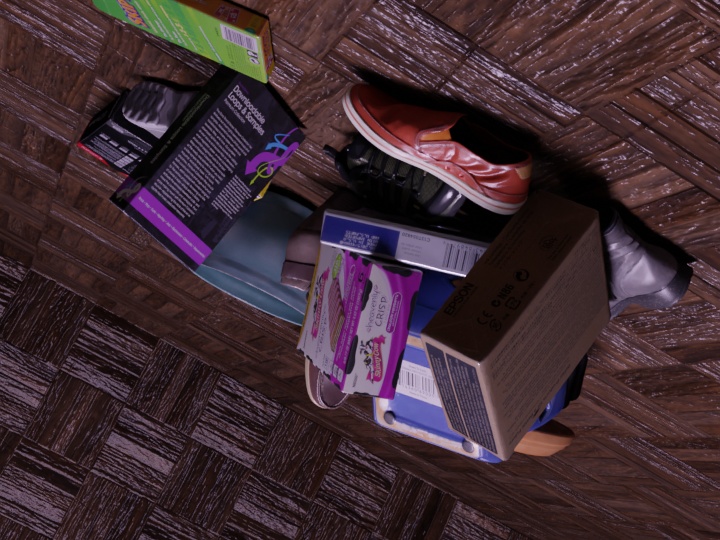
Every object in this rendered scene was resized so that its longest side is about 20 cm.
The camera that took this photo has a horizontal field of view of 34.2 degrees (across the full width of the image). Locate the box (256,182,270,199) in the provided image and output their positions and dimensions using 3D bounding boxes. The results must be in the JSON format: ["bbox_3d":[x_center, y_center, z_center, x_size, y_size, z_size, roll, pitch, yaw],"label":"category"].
[{"bbox_3d":[-0.170,-0.122,1.490,0.070,0.065,0.200,31,163,-18],"label":"box"}]

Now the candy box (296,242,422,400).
[{"bbox_3d":[-0.006,0.046,1.255,0.061,0.137,0.200,11,-175,-17],"label":"candy box"}]

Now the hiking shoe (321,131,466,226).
[{"bbox_3d":[0.035,-0.099,1.202,0.100,0.076,0.200,30,166,-30],"label":"hiking shoe"}]

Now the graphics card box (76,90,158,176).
[{"bbox_3d":[-0.296,-0.170,1.563,0.125,0.051,0.200,32,165,-19],"label":"graphics card box"}]

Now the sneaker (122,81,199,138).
[{"bbox_3d":[-0.185,-0.170,1.374,0.200,0.075,0.082,28,178,34],"label":"sneaker"}]

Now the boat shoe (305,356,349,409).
[{"bbox_3d":[-0.010,0.078,1.389,0.072,0.201,0.072,16,-169,-23],"label":"boat shoe"}]

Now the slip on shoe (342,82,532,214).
[{"bbox_3d":[0.074,-0.127,1.096,0.199,0.074,0.061,31,127,12],"label":"slip on shoe"}]

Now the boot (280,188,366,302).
[{"bbox_3d":[0.000,0.000,1.447,0.200,0.147,0.070,31,168,-15],"label":"boot"}]

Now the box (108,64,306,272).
[{"bbox_3d":[-0.159,-0.112,1.251,0.036,0.200,0.143,36,172,36],"label":"box"}]

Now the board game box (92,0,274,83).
[{"bbox_3d":[-0.180,-0.252,1.151,0.199,0.030,0.096,22,164,6],"label":"board game box"}]

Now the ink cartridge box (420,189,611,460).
[{"bbox_3d":[0.153,0.052,1.110,0.075,0.200,0.165,25,150,32],"label":"ink cartridge box"}]

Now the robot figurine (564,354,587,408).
[{"bbox_3d":[0.197,0.114,1.553,0.199,0.125,0.150,18,160,26],"label":"robot figurine"}]

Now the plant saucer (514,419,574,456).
[{"bbox_3d":[0.175,0.195,1.509,0.199,0.038,0.200,16,-178,-1],"label":"plant saucer"}]

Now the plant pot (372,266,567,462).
[{"bbox_3d":[0.117,0.095,1.358,0.199,0.180,0.201,16,124,30],"label":"plant pot"}]

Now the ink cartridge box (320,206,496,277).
[{"bbox_3d":[0.071,-0.028,1.251,0.199,0.041,0.200,13,-174,11],"label":"ink cartridge box"}]

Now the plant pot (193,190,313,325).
[{"bbox_3d":[-0.118,-0.025,1.579,0.200,0.135,0.200,25,170,5],"label":"plant pot"}]

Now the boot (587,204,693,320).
[{"bbox_3d":[0.235,-0.010,1.211,0.131,0.070,0.200,35,151,-17],"label":"boot"}]
